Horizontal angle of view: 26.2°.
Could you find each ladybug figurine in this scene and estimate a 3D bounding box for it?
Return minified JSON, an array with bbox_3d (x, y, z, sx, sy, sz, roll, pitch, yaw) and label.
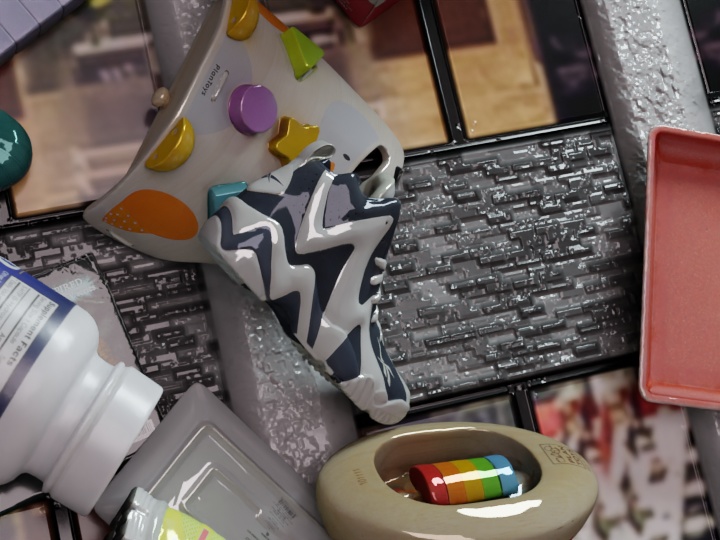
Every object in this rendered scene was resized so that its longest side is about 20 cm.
[{"bbox_3d":[0.065,0.156,1.013,0.197,0.136,0.073,-2,117,-19],"label":"ladybug figurine"}]

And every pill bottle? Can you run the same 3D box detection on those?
[{"bbox_3d":[-0.224,0.056,0.921,0.199,0.120,0.121,33,72,-6],"label":"pill bottle"}]

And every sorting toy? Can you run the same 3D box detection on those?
[{"bbox_3d":[-0.057,-0.081,1.052,0.179,0.106,0.202,33,71,-26],"label":"sorting toy"}]

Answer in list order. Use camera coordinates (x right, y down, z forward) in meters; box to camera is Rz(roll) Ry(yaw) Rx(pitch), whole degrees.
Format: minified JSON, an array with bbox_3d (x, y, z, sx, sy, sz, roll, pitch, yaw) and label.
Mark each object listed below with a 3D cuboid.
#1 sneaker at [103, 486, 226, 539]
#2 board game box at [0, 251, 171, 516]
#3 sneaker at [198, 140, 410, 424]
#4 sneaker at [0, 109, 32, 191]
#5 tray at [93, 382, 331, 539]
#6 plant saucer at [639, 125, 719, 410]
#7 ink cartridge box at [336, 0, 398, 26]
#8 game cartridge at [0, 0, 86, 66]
[{"bbox_3d":[-0.119,0.228,0.903,0.089,0.078,0.202,21,56,-16],"label":"sneaker"},{"bbox_3d":[-0.237,0.086,0.990,0.198,0.028,0.137,-22,84,-17],"label":"board game box"},{"bbox_3d":[0.000,0.000,1.010,0.130,0.079,0.199,-45,113,-7],"label":"sneaker"},{"bbox_3d":[-0.305,-0.104,0.984,0.198,0.080,0.072,18,74,-11],"label":"sneaker"},{"bbox_3d":[-0.066,0.177,1.004,0.200,0.022,0.108,44,71,-12],"label":"tray"},{"bbox_3d":[0.292,0.009,1.135,0.197,0.037,0.203,8,76,-13],"label":"plant saucer"},{"bbox_3d":[0.029,-0.292,1.050,0.144,0.200,0.146,-39,90,-19],"label":"ink cartridge box"},{"bbox_3d":[-0.283,-0.236,1.045,0.129,0.038,0.200,-42,91,-23],"label":"game cartridge"}]
